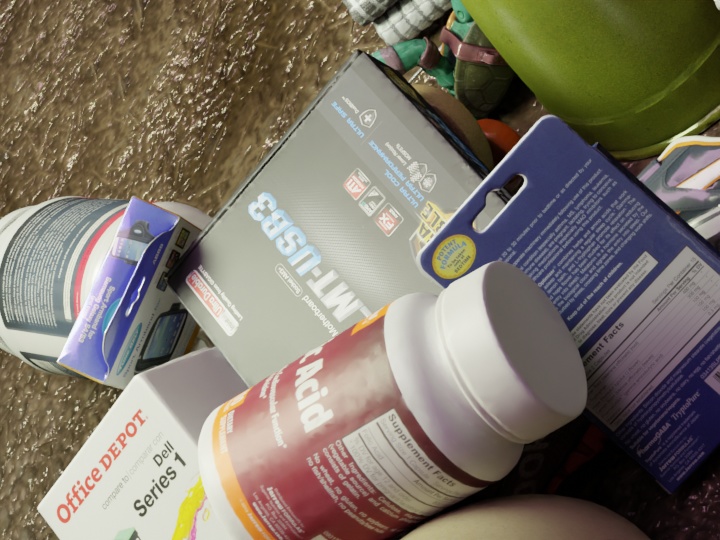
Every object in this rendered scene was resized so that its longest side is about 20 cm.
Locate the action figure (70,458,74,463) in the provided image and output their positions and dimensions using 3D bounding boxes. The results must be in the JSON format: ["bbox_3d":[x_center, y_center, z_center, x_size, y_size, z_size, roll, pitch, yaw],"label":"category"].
[{"bbox_3d":[-0.170,0.158,1.573,0.200,0.055,0.118,-61,34,38],"label":"action figure"}]

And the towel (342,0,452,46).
[{"bbox_3d":[0.044,-0.285,1.693,0.166,0.086,0.200,-41,39,21],"label":"towel"}]

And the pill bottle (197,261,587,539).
[{"bbox_3d":[0.018,0.083,1.242,0.200,0.114,0.114,-32,42,25],"label":"pill bottle"}]

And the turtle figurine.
[{"bbox_3d":[0.071,-0.166,1.556,0.101,0.150,0.200,25,116,24],"label":"turtle figurine"}]

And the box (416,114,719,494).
[{"bbox_3d":[0.143,0.016,1.269,0.121,0.200,0.032,-48,2,13],"label":"box"}]

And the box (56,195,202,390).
[{"bbox_3d":[-0.143,0.021,1.494,0.041,0.200,0.119,23,86,12],"label":"box"}]

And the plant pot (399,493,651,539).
[{"bbox_3d":[0.063,0.212,1.201,0.200,0.134,0.201,-11,71,34],"label":"plant pot"}]

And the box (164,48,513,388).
[{"bbox_3d":[0.000,0.000,1.376,0.199,0.050,0.200,-48,56,12],"label":"box"}]

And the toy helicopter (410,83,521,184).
[{"bbox_3d":[0.007,-0.078,1.510,0.200,0.132,0.079,-18,28,53],"label":"toy helicopter"}]

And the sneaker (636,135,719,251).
[{"bbox_3d":[0.188,-0.023,1.332,0.200,0.078,0.079,-27,48,25],"label":"sneaker"}]

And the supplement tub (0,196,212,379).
[{"bbox_3d":[-0.193,0.015,1.697,0.200,0.140,0.140,6,68,51],"label":"supplement tub"}]

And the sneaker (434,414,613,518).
[{"bbox_3d":[0.078,0.123,1.333,0.201,0.098,0.071,-58,37,1],"label":"sneaker"}]

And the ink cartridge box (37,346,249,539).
[{"bbox_3d":[-0.090,0.171,1.399,0.200,0.084,0.145,50,125,17],"label":"ink cartridge box"}]

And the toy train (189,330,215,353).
[{"bbox_3d":[-0.056,0.106,1.534,0.200,0.056,0.150,6,74,49],"label":"toy train"}]

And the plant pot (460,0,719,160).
[{"bbox_3d":[0.141,-0.204,1.425,0.200,0.193,0.201,-30,43,33],"label":"plant pot"}]

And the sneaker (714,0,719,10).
[{"bbox_3d":[0.259,-0.154,1.300,0.075,0.081,0.200,-31,58,1],"label":"sneaker"}]

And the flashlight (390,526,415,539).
[{"bbox_3d":[0.038,0.081,1.437,0.068,0.068,0.200,15,76,53],"label":"flashlight"}]
